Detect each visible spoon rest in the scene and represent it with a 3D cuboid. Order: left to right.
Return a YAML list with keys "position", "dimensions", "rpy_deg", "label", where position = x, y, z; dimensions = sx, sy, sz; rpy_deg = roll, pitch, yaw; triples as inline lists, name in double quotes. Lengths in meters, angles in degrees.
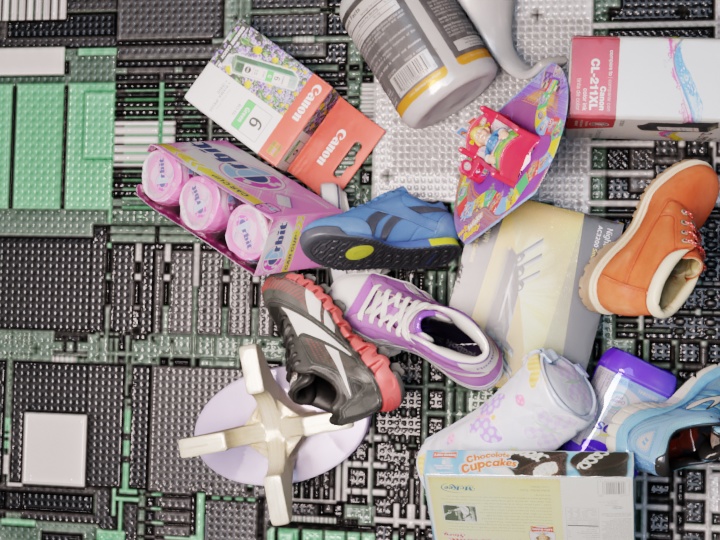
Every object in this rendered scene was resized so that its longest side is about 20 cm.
- position: [0.145, -0.282, 1.174]
  dimensions: [0.099, 0.061, 0.201]
  rpy_deg: [-14, 69, -33]
  label: "spoon rest"

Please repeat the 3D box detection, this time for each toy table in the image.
- position: [-0.093, 0.171, 1.182]
  dimensions: [0.199, 0.117, 0.185]
  rpy_deg: [-23, 84, 7]
  label: "toy table"

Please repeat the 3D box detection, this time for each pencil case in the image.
- position: [0.145, 0.165, 1.123]
  dimensions: [0.091, 0.083, 0.200]
  rpy_deg: [46, 120, 3]
  label: "pencil case"

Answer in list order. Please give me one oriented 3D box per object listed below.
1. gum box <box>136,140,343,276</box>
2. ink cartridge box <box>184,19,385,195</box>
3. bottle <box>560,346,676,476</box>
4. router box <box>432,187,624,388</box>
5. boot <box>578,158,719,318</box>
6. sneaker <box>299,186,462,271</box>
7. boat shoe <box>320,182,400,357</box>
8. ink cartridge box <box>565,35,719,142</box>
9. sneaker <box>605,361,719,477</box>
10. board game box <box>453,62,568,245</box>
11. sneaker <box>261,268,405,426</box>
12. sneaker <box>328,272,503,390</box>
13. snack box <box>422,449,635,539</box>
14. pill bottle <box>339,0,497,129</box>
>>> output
- position: [-0.131, -0.072, 1.165]
  dimensions: [0.199, 0.113, 0.067]
  rpy_deg: [32, 114, 31]
  label: "gum box"
- position: [-0.083, -0.175, 1.228]
  dimensions: [0.200, 0.050, 0.109]
  rpy_deg: [37, 94, 10]
  label: "ink cartridge box"
- position: [0.251, 0.183, 1.143]
  dimensions: [0.083, 0.065, 0.201]
  rpy_deg: [25, 92, -7]
  label: "bottle"
- position: [0.177, 0.029, 1.172]
  dimensions: [0.156, 0.052, 0.201]
  rpy_deg: [14, 90, 10]
  label: "router box"
- position: [0.317, -0.030, 1.104]
  dimensions: [0.075, 0.107, 0.200]
  rpy_deg: [47, 72, -26]
  label: "boot"
- position: [0.016, -0.047, 1.153]
  dimensions: [0.066, 0.199, 0.079]
  rpy_deg: [-40, 59, 47]
  label: "sneaker"
- position: [0.000, 0.000, 1.198]
  dimensions: [0.065, 0.072, 0.201]
  rpy_deg: [-11, 80, -5]
  label: "boat shoe"
- position: [0.308, -0.179, 1.111]
  dimensions: [0.198, 0.146, 0.083]
  rpy_deg: [3, 89, 10]
  label: "ink cartridge box"
- position: [0.342, 0.157, 1.089]
  dimensions: [0.199, 0.090, 0.079]
  rpy_deg: [-22, 114, -21]
  label: "sneaker"
- position: [0.133, -0.122, 1.114]
  dimensions: [0.039, 0.200, 0.159]
  rpy_deg: [22, 58, -19]
  label: "board game box"
- position: [-0.048, 0.078, 1.105]
  dimensions: [0.098, 0.071, 0.200]
  rpy_deg: [-30, 60, -26]
  label: "sneaker"
- position: [0.048, 0.043, 1.090]
  dimensions: [0.199, 0.114, 0.073]
  rpy_deg: [23, 80, 20]
  label: "sneaker"
- position: [0.166, 0.228, 1.083]
  dimensions: [0.198, 0.037, 0.117]
  rpy_deg: [-1, 126, 13]
  label: "snack box"
- position: [0.049, -0.262, 1.176]
  dimensions: [0.116, 0.116, 0.201]
  rpy_deg: [-32, 82, 7]
  label: "pill bottle"
